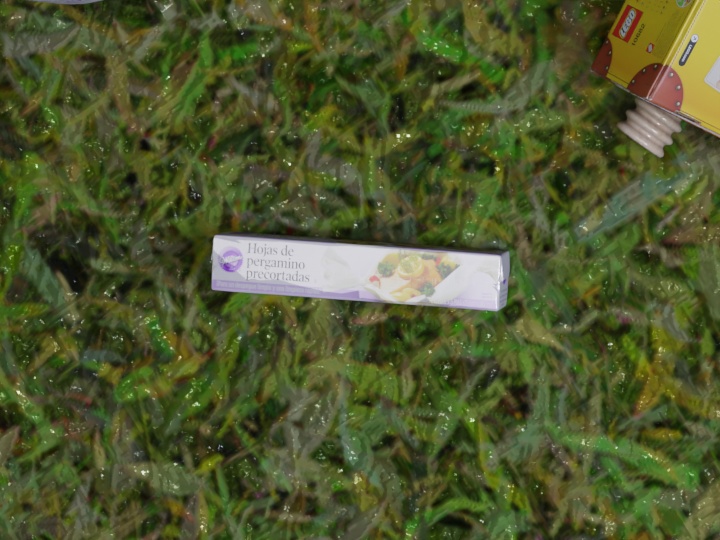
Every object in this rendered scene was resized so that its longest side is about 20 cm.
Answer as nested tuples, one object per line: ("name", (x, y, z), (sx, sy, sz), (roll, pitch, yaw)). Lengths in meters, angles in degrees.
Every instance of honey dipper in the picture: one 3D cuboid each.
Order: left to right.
("honey dipper", (0.237, -0.164, 1.387), (0.038, 0.038, 0.200), (36, 99, 7))

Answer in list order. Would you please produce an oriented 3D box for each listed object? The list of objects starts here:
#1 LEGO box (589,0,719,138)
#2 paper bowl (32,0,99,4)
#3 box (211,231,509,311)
("LEGO box", (0.258, -0.175, 1.324), (0.149, 0.077, 0.200), (22, 100, -29))
("paper bowl", (-0.198, -0.279, 1.435), (0.200, 0.104, 0.201), (1, 94, 13))
("box", (0.000, 0.000, 1.447), (0.200, 0.041, 0.039), (4, 94, 13))
